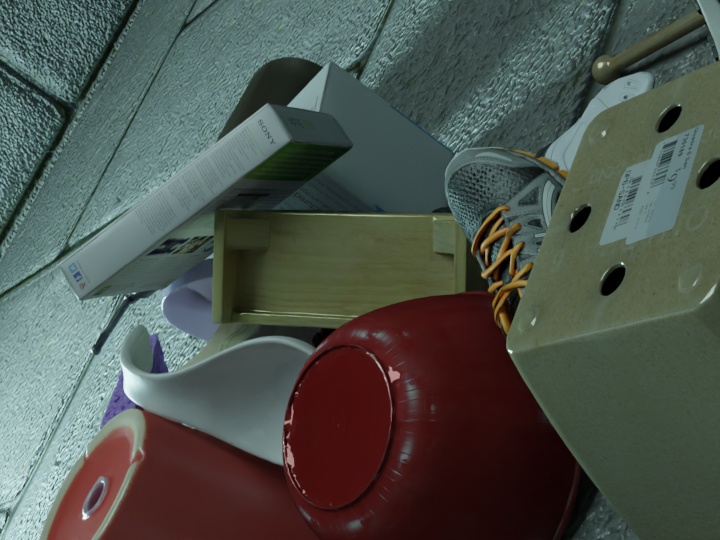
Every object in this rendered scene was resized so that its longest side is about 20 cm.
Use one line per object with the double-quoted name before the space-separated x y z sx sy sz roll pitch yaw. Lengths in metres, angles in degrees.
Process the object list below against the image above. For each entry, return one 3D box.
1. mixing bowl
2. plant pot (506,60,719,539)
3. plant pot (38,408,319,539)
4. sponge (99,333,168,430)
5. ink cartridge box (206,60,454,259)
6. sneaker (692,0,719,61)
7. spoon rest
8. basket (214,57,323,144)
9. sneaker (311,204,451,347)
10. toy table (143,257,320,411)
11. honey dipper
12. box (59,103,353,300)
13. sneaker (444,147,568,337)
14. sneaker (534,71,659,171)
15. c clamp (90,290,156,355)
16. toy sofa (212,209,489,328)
"mixing bowl" 0.024 0.099 0.876 0.199 0.108 0.203 -19 63 43
"plant pot" 0.184 0.015 0.654 0.199 0.176 0.202 -21 40 58
"plant pot" -0.124 0.203 1.053 0.200 0.176 0.202 -44 25 26
"sponge" -0.171 0.165 1.231 0.029 0.202 0.112 -4 37 9
"ink cartridge box" -0.039 -0.039 1.264 0.200 0.146 0.147 -41 26 35
"sneaker" 0.256 -0.165 0.895 0.087 0.075 0.202 -31 49 26
"spoon rest" -0.093 0.084 1.027 0.198 0.101 0.060 9 27 31
"basket" -0.088 -0.117 1.517 0.180 0.136 0.201 -34 26 36
"sneaker" 0.046 0.026 1.085 0.199 0.079 0.076 -40 60 0
"toy table" -0.071 0.068 1.165 0.197 0.184 0.118 -6 56 22
"honey dipper" 0.230 -0.171 1.032 0.200 0.038 0.038 -29 33 58
"box" -0.110 -0.049 1.080 0.199 0.037 0.144 -34 -7 15
"sneaker" 0.105 0.005 0.838 0.201 0.077 0.079 53 136 28
"sneaker" 0.171 -0.056 0.927 0.115 0.075 0.200 -49 24 14
"c clamp" -0.146 -0.027 1.254 0.200 0.027 0.172 -37 24 44
"toy sofa" 0.000 0.000 1.032 0.097 0.197 0.084 -5 -84 -69
